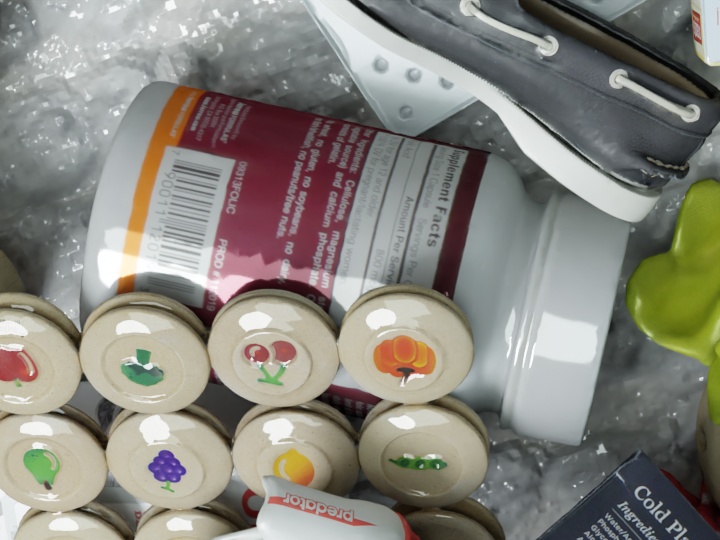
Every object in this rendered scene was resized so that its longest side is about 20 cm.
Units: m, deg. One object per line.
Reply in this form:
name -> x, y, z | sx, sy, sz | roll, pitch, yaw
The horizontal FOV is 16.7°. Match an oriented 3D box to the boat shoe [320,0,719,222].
boat shoe -> 0.046, -0.097, 0.918 | 0.200, 0.074, 0.060 | 36, 111, -7

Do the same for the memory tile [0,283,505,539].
memory tile -> -0.049, 0.072, 0.939 | 0.200, 0.017, 0.153 | -2, 126, 10

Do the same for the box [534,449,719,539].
box -> 0.050, 0.188, 0.925 | 0.182, 0.200, 0.104 | -38, 78, -24

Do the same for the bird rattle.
bird rattle -> 0.180, 0.069, 0.969 | 0.163, 0.113, 0.200 | -4, 113, -7

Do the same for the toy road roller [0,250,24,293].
toy road roller -> -0.188, -0.051, 0.980 | 0.146, 0.123, 0.200 | -39, 98, 8

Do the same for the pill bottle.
pill bottle -> 0.000, 0.000, 0.965 | 0.200, 0.114, 0.114 | 13, 111, 5

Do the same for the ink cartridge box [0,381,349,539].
ink cartridge box -> -0.108, 0.126, 1.044 | 0.200, 0.083, 0.147 | 0, 108, 10

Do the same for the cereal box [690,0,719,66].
cereal box -> 0.186, -0.180, 0.890 | 0.144, 0.040, 0.200 | -5, 103, 0

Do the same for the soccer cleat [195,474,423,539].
soccer cleat -> -0.055, 0.146, 0.941 | 0.085, 0.069, 0.200 | 28, 129, -22

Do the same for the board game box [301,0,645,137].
board game box -> 0.045, -0.182, 0.941 | 0.200, 0.026, 0.200 | -30, 101, 18
